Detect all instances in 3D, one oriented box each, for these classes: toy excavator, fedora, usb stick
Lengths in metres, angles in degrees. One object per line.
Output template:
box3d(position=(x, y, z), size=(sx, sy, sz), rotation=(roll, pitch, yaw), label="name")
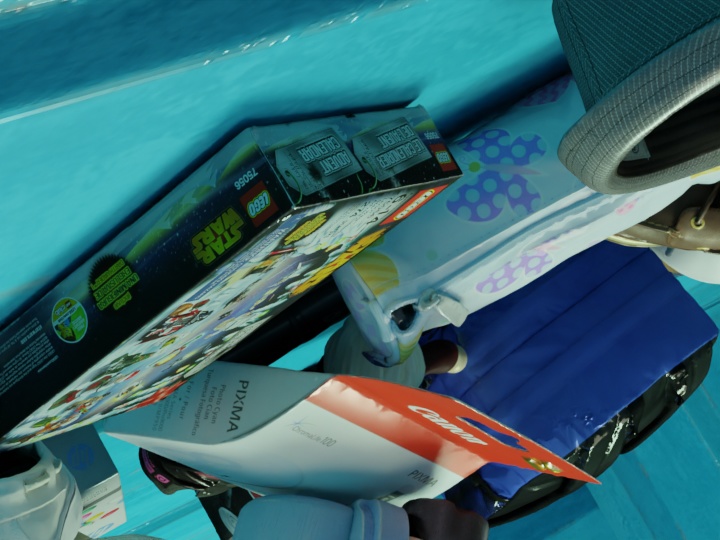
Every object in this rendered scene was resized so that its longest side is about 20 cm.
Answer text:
box3d(position=(-0.058, 0.162, 1.013), size=(0.194, 0.199, 0.100), rotation=(-42, -151, 60), label="toy excavator")
box3d(position=(0.155, -0.108, 0.761), size=(0.199, 0.091, 0.177), rotation=(-22, 167, -12), label="fedora")
box3d(position=(0.000, 0.000, 1.012), size=(0.199, 0.033, 0.055), rotation=(-30, 164, -2), label="usb stick")

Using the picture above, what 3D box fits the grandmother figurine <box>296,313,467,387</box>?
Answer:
box3d(position=(0.001, 0.061, 1.053), size=(0.121, 0.061, 0.200), rotation=(-22, 173, -8), label="grandmother figurine")

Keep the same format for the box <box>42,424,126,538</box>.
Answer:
box3d(position=(-0.213, 0.153, 1.114), size=(0.155, 0.041, 0.200), rotation=(-28, 171, -12), label="box")

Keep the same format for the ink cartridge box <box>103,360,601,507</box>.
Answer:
box3d(position=(-0.003, 0.092, 0.963), size=(0.199, 0.048, 0.160), rotation=(6, 164, 35), label="ink cartridge box")

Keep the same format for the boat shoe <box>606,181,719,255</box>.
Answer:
box3d(position=(0.189, -0.044, 1.025), size=(0.199, 0.073, 0.068), rotation=(13, 173, -16), label="boat shoe")

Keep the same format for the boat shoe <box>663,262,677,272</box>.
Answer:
box3d(position=(0.262, -0.077, 1.287), size=(0.200, 0.072, 0.072), rotation=(-38, 147, -9), label="boat shoe")

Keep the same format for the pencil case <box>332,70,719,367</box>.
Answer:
box3d(position=(0.075, -0.035, 0.904), size=(0.199, 0.084, 0.091), rotation=(-30, -168, -11), label="pencil case")

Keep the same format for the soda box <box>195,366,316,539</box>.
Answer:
box3d(position=(-0.049, 0.130, 1.419), size=(0.071, 0.064, 0.200), rotation=(-22, 167, -39), label="soda box")

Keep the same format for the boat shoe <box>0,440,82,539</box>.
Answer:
box3d(position=(-0.168, 0.096, 0.876), size=(0.071, 0.066, 0.200), rotation=(-8, -170, -4), label="boat shoe")

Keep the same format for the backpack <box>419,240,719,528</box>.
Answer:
box3d(position=(0.102, 0.052, 1.153), size=(0.162, 0.168, 0.200), rotation=(-40, 178, -22), label="backpack")

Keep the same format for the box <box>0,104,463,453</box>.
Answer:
box3d(position=(-0.067, 0.004, 0.811), size=(0.200, 0.040, 0.137), rotation=(-37, 169, 30), label="box")

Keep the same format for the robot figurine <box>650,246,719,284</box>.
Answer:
box3d(position=(0.244, -0.065, 1.170), size=(0.199, 0.114, 0.169), rotation=(-27, -161, -17), label="robot figurine")

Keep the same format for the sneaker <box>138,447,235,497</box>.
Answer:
box3d(position=(-0.091, 0.103, 1.129), size=(0.083, 0.077, 0.200), rotation=(-28, 167, 1), label="sneaker")

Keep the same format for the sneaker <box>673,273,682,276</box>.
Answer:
box3d(position=(0.258, -0.053, 1.411), size=(0.199, 0.081, 0.146), rotation=(-29, 179, -32), label="sneaker")
